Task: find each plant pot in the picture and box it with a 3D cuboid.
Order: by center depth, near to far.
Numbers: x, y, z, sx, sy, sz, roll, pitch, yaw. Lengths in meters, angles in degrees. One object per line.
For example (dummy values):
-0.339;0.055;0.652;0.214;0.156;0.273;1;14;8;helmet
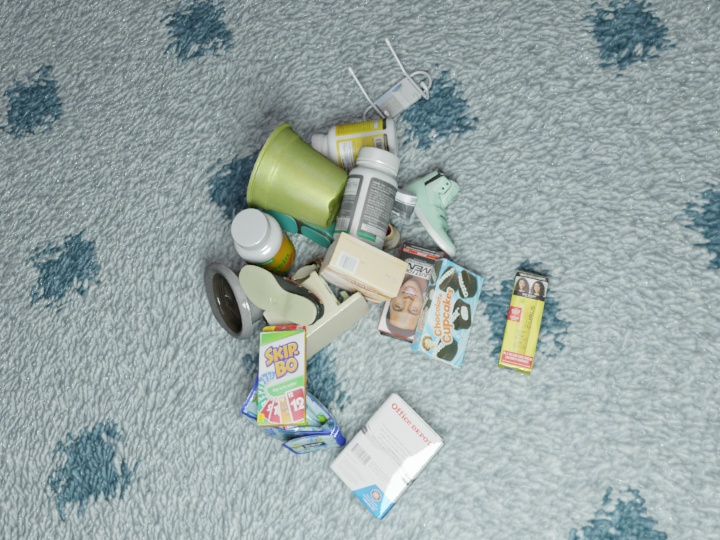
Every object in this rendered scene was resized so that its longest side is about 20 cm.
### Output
-0.124;-0.190;1.566;0.181;0.201;0.204;27;79;6;plant pot

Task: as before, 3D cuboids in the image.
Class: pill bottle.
0.017;-0.149;1.516;0.110;0.113;0.206;14;84;13;pill bottle
-0.216;-0.060;1.574;0.107;0.200;0.115;-3;72;9;pill bottle
-0.011;-0.284;1.654;0.194;0.113;0.116;-6;72;8;pill bottle

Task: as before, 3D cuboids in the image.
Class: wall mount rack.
0.069;-0.446;1.709;0.198;0.075;0.175;-37;70;-4;wall mount rack

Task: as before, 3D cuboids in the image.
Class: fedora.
-0.265;0.057;1.584;0.089;0.198;0.182;-21;103;-30;fedora

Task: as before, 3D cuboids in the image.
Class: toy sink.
-0.094;0.087;1.547;0.198;0.131;0.113;-36;70;-2;toy sink

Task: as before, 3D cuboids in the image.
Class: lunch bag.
-0.126;0.304;1.464;0.195;0.171;0.130;19;72;14;lunch bag

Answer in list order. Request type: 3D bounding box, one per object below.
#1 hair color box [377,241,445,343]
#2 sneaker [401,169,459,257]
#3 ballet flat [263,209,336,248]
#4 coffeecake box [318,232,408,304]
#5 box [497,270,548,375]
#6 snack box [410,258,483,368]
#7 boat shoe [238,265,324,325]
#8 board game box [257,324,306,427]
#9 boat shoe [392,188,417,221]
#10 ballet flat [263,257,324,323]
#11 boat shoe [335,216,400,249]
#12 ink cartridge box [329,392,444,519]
0.114;0.051;1.558;0.099;0.061;0.205;14;77;12;hair color box
0.185;-0.136;1.592;0.117;0.074;0.203;-32;68;6;sneaker
-0.131;-0.116;1.656;0.196;0.068;0.071;25;55;17;ballet flat
0.000;0.000;1.497;0.150;0.200;0.075;25;79;-6;coffeecake box
0.343;0.110;1.506;0.073;0.050;0.206;12;76;12;box
0.186;0.091;1.514;0.114;0.037;0.205;23;75;-24;snack box
-0.164;0.051;1.473;0.198;0.063;0.075;27;102;19;boat shoe
-0.153;0.202;1.406;0.092;0.030;0.205;-4;63;5;board game box
0.046;-0.165;1.619;0.197;0.071;0.070;28;107;37;boat shoe
-0.150;0.038;1.601;0.198;0.073;0.068;-37;67;-3;ballet flat
0.001;-0.117;1.623;0.196;0.069;0.075;24;79;17;boat shoe
0.057;0.378;1.456;0.146;0.086;0.200;41;82;18;ink cartridge box
